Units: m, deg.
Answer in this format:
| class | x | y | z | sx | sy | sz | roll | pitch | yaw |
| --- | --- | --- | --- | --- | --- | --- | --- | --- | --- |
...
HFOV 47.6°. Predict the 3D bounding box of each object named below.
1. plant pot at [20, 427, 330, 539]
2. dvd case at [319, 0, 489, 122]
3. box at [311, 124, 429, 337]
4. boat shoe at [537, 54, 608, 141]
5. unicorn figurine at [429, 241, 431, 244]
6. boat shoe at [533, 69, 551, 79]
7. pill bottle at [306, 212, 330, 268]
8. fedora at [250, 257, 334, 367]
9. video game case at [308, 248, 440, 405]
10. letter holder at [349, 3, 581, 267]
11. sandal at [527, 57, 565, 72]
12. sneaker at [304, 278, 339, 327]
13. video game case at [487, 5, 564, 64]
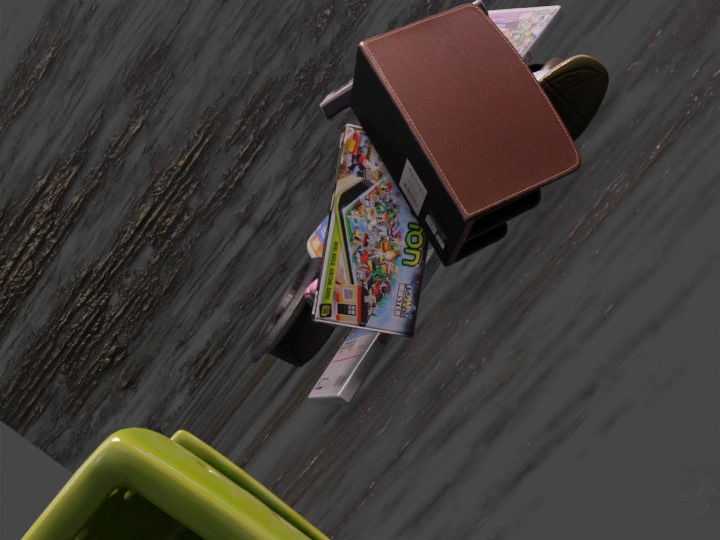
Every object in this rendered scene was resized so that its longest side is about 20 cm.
| class | x | y | z | sx | sy | sz | roll | pitch | yaw |
| --- | --- | --- | --- | --- | --- | --- | --- | --- | --- |
| plant pot | -0.078 | 0.201 | 0.383 | 0.200 | 0.199 | 0.181 | -53 | 1 | -6 |
| dvd case | 0.045 | -0.234 | 0.912 | 0.198 | 0.025 | 0.151 | -31 | 13 | 8 |
| box | 0.018 | -0.040 | 0.852 | 0.035 | 0.108 | 0.205 | -175 | 94 | -81 |
| boat shoe | 0.169 | -0.138 | 0.828 | 0.202 | 0.071 | 0.066 | -54 | 11 | 30 |
| unicorn figurine | 0.068 | -0.136 | 0.990 | 0.074 | 0.136 | 0.203 | -37 | 49 | 29 |
| boat shoe | 0.169 | -0.140 | 0.911 | 0.200 | 0.071 | 0.063 | 130 | 151 | -53 |
| pill bottle | 0.008 | -0.084 | 1.373 | 0.201 | 0.111 | 0.112 | -50 | 8 | 22 |
| fedora | -0.091 | 0.080 | 1.309 | 0.202 | 0.091 | 0.201 | -53 | 10 | 13 |
| video game case | 0.016 | 0.069 | 0.956 | 0.202 | 0.018 | 0.143 | -56 | 8 | -17 |
| letter holder | 0.098 | -0.134 | 0.781 | 0.140 | 0.202 | 0.101 | -25 | -18 | -15 |
| sandal | 0.199 | -0.214 | 0.978 | 0.082 | 0.054 | 0.200 | -48 | -5 | 2 |
| sneaker | 0.000 | 0.000 | 1.004 | 0.095 | 0.079 | 0.200 | -43 | 4 | -28 |
| video game case | 0.122 | -0.225 | 0.918 | 0.142 | 0.018 | 0.201 | 14 | 59 | 47 |
